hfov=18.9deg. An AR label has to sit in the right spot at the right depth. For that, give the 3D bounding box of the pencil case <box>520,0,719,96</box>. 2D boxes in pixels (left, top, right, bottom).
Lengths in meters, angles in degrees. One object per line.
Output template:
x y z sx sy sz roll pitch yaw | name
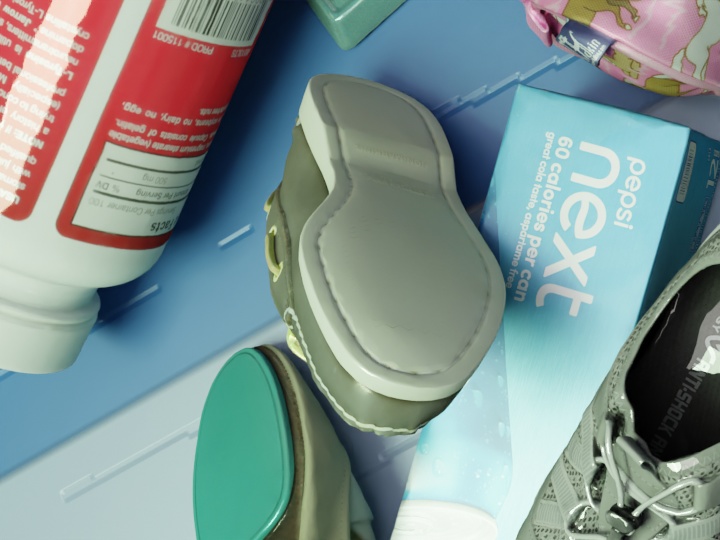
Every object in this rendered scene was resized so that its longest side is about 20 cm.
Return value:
0.126 -0.162 0.760 0.083 0.086 0.200 30 100 50 | pencil case

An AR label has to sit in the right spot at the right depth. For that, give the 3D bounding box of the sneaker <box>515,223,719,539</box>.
0.088 0.066 0.693 0.075 0.082 0.200 26 99 23 | sneaker

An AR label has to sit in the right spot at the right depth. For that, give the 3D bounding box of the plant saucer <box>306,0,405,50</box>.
-0.039 -0.185 0.858 0.070 0.019 0.200 -40 74 15 | plant saucer

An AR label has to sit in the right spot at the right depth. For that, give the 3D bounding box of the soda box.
0.068 0.039 0.783 0.068 0.064 0.201 17 93 21 | soda box

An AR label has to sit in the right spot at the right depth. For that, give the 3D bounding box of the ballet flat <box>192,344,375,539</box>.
-0.023 0.115 0.798 0.069 0.069 0.200 -24 42 19 | ballet flat

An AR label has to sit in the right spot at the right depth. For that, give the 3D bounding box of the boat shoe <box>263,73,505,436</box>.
0.003 0.001 0.755 0.072 0.202 0.060 16 118 -14 | boat shoe

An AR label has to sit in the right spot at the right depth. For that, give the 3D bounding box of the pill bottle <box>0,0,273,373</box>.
-0.110 -0.067 0.825 0.112 0.112 0.200 31 106 20 | pill bottle
